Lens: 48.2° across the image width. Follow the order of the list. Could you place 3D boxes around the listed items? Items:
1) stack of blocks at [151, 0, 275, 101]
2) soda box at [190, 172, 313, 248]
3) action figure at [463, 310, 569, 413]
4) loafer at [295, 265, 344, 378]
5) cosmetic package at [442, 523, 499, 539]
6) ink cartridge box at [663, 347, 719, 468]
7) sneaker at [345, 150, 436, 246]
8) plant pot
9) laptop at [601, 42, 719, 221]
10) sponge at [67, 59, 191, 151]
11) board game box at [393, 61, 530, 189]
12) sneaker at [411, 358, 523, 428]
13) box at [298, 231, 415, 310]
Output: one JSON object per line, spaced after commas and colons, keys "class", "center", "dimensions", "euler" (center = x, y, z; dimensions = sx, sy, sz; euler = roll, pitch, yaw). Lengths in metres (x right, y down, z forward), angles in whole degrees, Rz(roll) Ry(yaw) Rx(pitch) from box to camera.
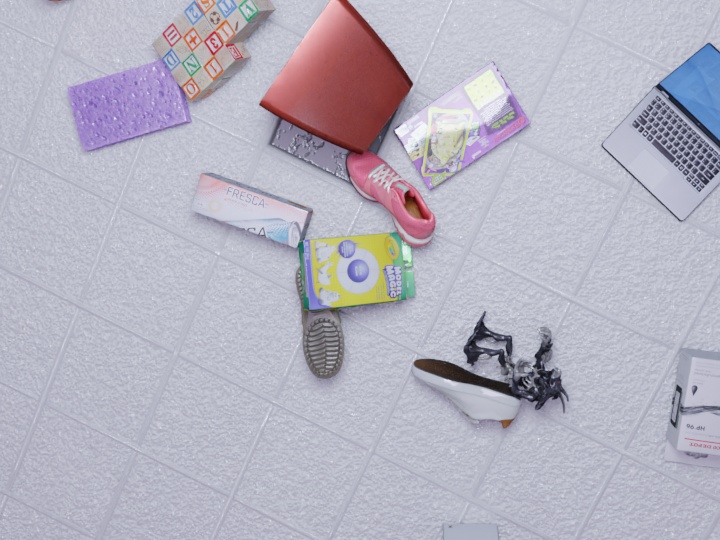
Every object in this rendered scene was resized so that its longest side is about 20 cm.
{"class": "stack of blocks", "center": [-0.232, -0.385, 1.315], "dimensions": [0.199, 0.059, 0.116], "euler": [-34, 93, 28]}
{"class": "soda box", "center": [-0.185, -0.104, 1.380], "dimensions": [0.197, 0.064, 0.069], "euler": [20, 100, 3]}
{"class": "action figure", "center": [0.272, 0.154, 1.343], "dimensions": [0.198, 0.119, 0.103], "euler": [31, 133, 9]}
{"class": "loafer", "center": [-0.068, 0.084, 1.391], "dimensions": [0.074, 0.068, 0.203], "euler": [-7, 94, 3]}
{"class": "cosmetic package", "center": [0.197, 0.560, 1.432], "dimensions": [0.100, 0.071, 0.203], "euler": [-2, 98, 6]}
{"class": "ink cartridge box", "center": [0.585, 0.241, 1.346], "dimensions": [0.114, 0.068, 0.203], "euler": [7, 99, 5]}
{"class": "sneaker", "center": [0.057, -0.134, 1.322], "dimensions": [0.074, 0.087, 0.200], "euler": [-41, 83, -18]}
{"class": "plant pot", "center": [-0.026, -0.296, 1.277], "dimensions": [0.175, 0.200, 0.201], "euler": [36, 101, -9]}
{"class": "laptop", "center": [0.523, -0.209, 1.263], "dimensions": [0.187, 0.116, 0.200], "euler": [42, 100, -1]}
{"class": "sponge", "center": [-0.400, -0.286, 1.393], "dimensions": [0.197, 0.030, 0.113], "euler": [-14, 96, 8]}
{"class": "board game box", "center": [0.167, -0.239, 1.341], "dimensions": [0.199, 0.032, 0.121], "euler": [-32, 90, 10]}
{"class": "sneaker", "center": [0.174, 0.218, 1.384], "dimensions": [0.197, 0.073, 0.086], "euler": [20, 112, 9]}
{"class": "box", "center": [0.000, 0.000, 1.348], "dimensions": [0.197, 0.048, 0.119], "euler": [-6, 90, -18]}
